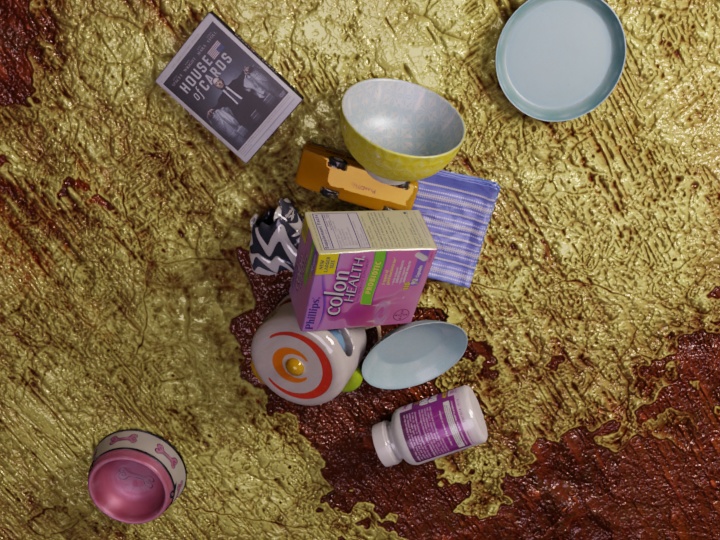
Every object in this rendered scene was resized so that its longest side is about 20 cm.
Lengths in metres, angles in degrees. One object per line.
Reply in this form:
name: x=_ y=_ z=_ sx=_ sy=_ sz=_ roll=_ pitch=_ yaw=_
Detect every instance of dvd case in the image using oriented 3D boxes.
dvd case: x=-0.215 y=-0.297 z=1.277 sx=0.200 sy=0.025 sz=0.150 roll=41 pitch=110 yaw=-13

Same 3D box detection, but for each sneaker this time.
sneaker: x=-0.100 y=-0.063 z=1.335 sx=0.198 sy=0.080 sz=0.130 roll=2 pitch=122 yaw=15

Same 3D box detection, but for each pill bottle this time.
pill bottle: x=0.126 y=0.296 z=1.451 sx=0.199 sy=0.112 sz=0.113 roll=-22 pitch=110 yaw=13

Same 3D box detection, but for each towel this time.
towel: x=0.147 y=-0.073 z=1.342 sx=0.144 sy=0.024 sz=0.201 roll=13 pitch=113 yaw=0

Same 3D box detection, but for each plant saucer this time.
plant saucer: x=0.093 y=0.142 z=1.397 sx=0.200 sy=0.039 sz=0.202 roll=-12 pitch=142 yaw=-9
plant saucer: x=0.310 y=-0.335 z=1.216 sx=0.199 sy=0.027 sz=0.201 roll=2 pitch=114 yaw=4

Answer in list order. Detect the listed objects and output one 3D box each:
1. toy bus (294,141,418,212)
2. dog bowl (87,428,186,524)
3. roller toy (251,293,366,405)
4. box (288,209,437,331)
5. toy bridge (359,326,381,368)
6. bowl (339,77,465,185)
toy bus: x=-0.006 y=-0.150 z=1.292 sx=0.199 sy=0.078 sz=0.065 roll=17 pitch=112 yaw=-2
dog bowl: x=-0.459 y=0.425 z=1.575 sx=0.199 sy=0.074 sz=0.201 roll=2 pitch=112 yaw=4
roller toy: x=-0.094 y=0.136 z=1.367 sx=0.199 sy=0.140 sz=0.183 roll=15 pitch=122 yaw=15
box: x=0.000 y=0.000 z=1.265 sx=0.199 sy=0.097 sz=0.177 roll=-2 pitch=135 yaw=-19
toy bridge: x=0.000 y=0.098 z=1.424 sx=0.067 sy=0.027 sz=0.201 roll=-18 pitch=110 yaw=9
bowl: x=0.056 y=-0.200 z=1.220 sx=0.199 sy=0.201 sz=0.108 roll=16 pitch=134 yaw=-2
